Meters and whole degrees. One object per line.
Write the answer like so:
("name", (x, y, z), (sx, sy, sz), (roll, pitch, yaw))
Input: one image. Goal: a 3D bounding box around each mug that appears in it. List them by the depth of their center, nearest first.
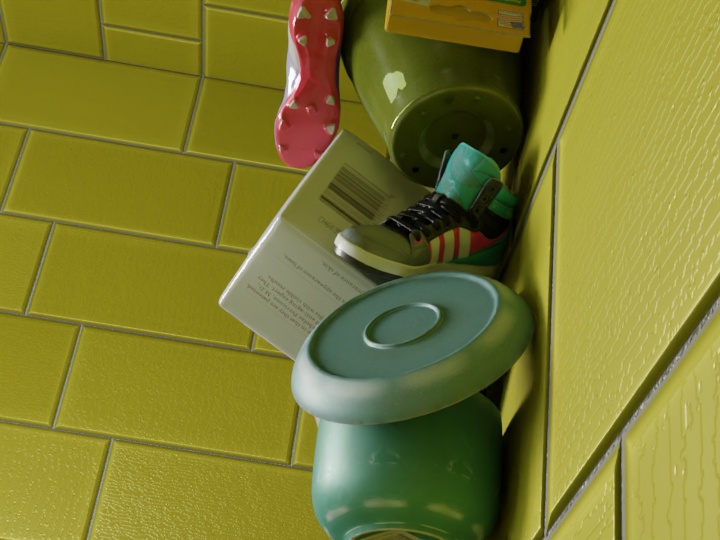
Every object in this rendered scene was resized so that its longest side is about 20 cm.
("mug", (0.037, 0.177, 0.948), (0.185, 0.151, 0.115), (89, -175, -56))

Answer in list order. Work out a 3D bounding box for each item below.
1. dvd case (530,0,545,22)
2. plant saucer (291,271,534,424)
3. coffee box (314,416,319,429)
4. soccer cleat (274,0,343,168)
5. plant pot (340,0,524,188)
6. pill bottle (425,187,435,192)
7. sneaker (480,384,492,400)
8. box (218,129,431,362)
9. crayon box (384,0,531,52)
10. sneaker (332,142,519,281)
("dvd case", (0.179, -0.356, 1.097), (0.150, 0.025, 0.201), (105, 173, -70))
("plant saucer", (0.036, 0.051, 0.923), (0.200, 0.199, 0.028), (-85, -23, -64))
("coffee box", (0.010, 0.230, 1.426), (0.114, 0.079, 0.201), (103, 152, -61))
("soccer cleat", (-0.051, -0.200, 1.202), (0.077, 0.066, 0.201), (-91, 7, -54))
("plant pot", (0.080, -0.189, 1.159), (0.201, 0.199, 0.193), (101, 166, -47))
("pill bottle", (0.082, -0.060, 1.395), (0.200, 0.104, 0.105), (105, 174, -64))
("sneaker", (0.094, 0.100, 1.032), (0.085, 0.078, 0.201), (54, 139, 40))
("box", (0.000, 0.000, 1.161), (0.131, 0.200, 0.199), (-50, 6, 36))
("crayon box", (0.091, -0.272, 1.075), (0.052, 0.125, 0.201), (102, 176, -52))
("sneaker", (0.071, -0.054, 1.044), (0.084, 0.200, 0.121), (36, 114, 38))
